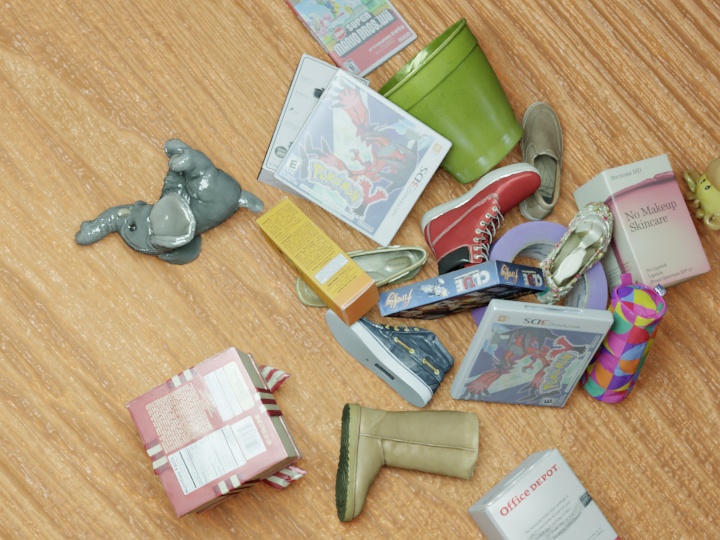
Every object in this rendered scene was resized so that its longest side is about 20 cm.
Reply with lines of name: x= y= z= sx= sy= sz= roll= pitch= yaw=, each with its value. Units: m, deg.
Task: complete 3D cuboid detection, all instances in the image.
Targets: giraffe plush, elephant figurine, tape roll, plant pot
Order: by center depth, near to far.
elephant figurine: x=-0.271 y=-0.070 z=1.420 sx=0.201 sy=0.155 sz=0.142 roll=-56 pitch=137 yaw=-9
plant pot: x=0.143 y=-0.243 z=1.536 sx=0.200 sy=0.200 sz=0.193 roll=-45 pitch=101 yaw=-20
tape roll: x=0.270 y=0.032 z=1.542 sx=0.198 sy=0.085 sz=0.202 roll=4 pitch=74 yaw=-13
giraffe plush: x=0.627 y=-0.142 z=1.661 sx=0.160 sy=0.173 sz=0.202 roll=-3 pitch=111 yaw=-5

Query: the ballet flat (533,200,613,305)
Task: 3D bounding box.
ballet flat: x=0.327 y=-0.029 z=1.494 sx=0.075 sy=0.064 sz=0.201 roll=38 pitch=70 yaw=-1

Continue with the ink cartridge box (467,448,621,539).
ink cartridge box: x=0.273 y=0.381 z=1.451 sx=0.144 sy=0.084 sz=0.201 roll=-35 pitch=87 yaw=-20

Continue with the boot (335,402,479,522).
boot: x=0.069 y=0.278 z=1.437 sx=0.198 sy=0.066 sz=0.177 roll=9 pitch=74 yaw=-13

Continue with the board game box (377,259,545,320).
board game box: x=0.142 y=0.031 z=1.426 sx=0.135 sy=0.199 sz=0.035 roll=7 pitch=70 yaw=-51

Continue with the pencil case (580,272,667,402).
pencil case: x=0.391 y=0.105 z=1.499 sx=0.087 sy=0.201 sz=0.089 roll=6 pitch=39 yaw=-5

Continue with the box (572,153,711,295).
box: x=0.445 y=-0.064 z=1.598 sx=0.127 sy=0.109 sz=0.202 roll=-16 pitch=81 yaw=-17

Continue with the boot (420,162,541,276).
boot: x=0.193 y=-0.063 z=1.486 sx=0.199 sy=0.072 sz=0.145 roll=-31 pitch=43 yaw=14

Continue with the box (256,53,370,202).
box: x=-0.070 y=-0.214 z=1.529 sx=0.116 sy=0.060 sz=0.202 roll=19 pitch=72 yaw=-9

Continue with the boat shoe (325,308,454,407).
boat shoe: x=0.043 y=0.104 z=1.478 sx=0.200 sy=0.071 sz=0.091 roll=42 pitch=62 yaw=-4

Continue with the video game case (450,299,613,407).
video game case: x=0.244 y=0.124 z=1.451 sx=0.180 sy=0.201 sz=0.023 roll=6 pitch=45 yaw=-13

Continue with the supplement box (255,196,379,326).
supplement box: x=-0.062 y=-0.015 z=1.437 sx=0.069 sy=0.067 sz=0.200 roll=-42 pitch=66 yaw=-12

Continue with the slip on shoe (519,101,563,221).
slip on shoe: x=0.293 y=-0.181 z=1.614 sx=0.075 sy=0.061 sz=0.202 roll=13 pitch=73 yaw=-11

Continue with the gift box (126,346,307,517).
gift box: x=-0.171 y=0.213 z=1.324 sx=0.198 sy=0.187 sz=0.186 roll=-23 pitch=80 yaw=-3

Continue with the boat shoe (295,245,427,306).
boat shoe: x=0.001 y=0.002 z=1.490 sx=0.199 sy=0.063 sz=0.074 roll=-11 pitch=79 yaw=-17

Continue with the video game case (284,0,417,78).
video game case: x=-0.022 y=-0.414 z=1.616 sx=0.143 sy=0.017 sz=0.200 roll=-38 pitch=87 yaw=-19

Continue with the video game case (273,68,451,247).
video game case: x=0.004 y=-0.161 z=1.460 sx=0.199 sy=0.023 sz=0.183 roll=32 pitch=98 yaw=-10
